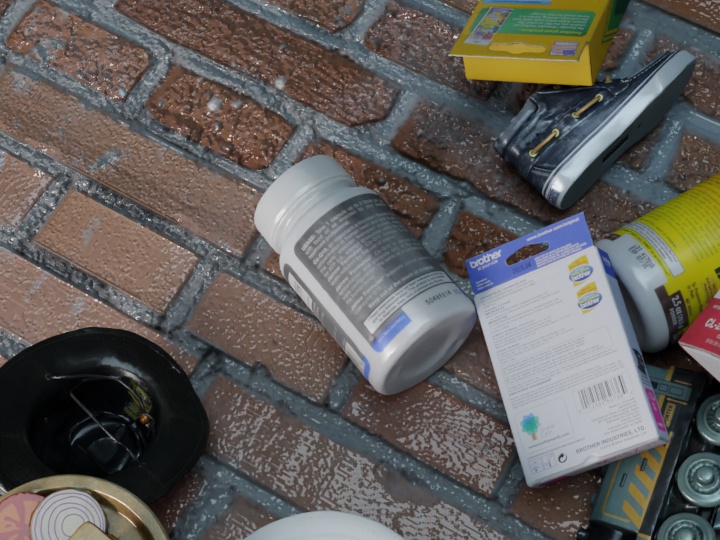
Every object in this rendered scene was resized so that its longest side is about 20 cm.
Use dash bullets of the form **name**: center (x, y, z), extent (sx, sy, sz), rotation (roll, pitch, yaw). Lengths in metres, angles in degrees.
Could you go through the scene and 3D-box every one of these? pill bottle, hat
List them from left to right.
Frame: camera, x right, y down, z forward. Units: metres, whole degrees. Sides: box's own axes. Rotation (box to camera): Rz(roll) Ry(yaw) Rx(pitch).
- **hat**: center (-0.232, 0.145, 1.171), extent (0.199, 0.081, 0.202), rotation (13, 46, -13)
- **pill bottle**: center (0.000, 0.000, 1.213), extent (0.113, 0.114, 0.200), rotation (-35, 67, -12)
- **pill bottle**: center (0.306, -0.019, 1.202), extent (0.199, 0.109, 0.110), rotation (-29, 66, -9)

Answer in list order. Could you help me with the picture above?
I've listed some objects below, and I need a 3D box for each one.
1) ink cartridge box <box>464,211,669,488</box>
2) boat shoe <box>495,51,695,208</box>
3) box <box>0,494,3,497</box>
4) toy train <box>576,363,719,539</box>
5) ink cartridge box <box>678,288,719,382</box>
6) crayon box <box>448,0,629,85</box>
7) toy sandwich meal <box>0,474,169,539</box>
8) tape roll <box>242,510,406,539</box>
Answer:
- **ink cartridge box**: center (0.168, 0.065, 1.143), extent (0.119, 0.042, 0.201), rotation (-24, 71, 23)
- **boat shoe**: center (0.219, -0.154, 1.286), extent (0.200, 0.071, 0.091), rotation (-42, 70, -14)
- **box**: center (-0.292, 0.294, 1.093), extent (0.131, 0.115, 0.201), rotation (22, 69, 13)
- **toy train**: center (0.253, 0.171, 1.135), extent (0.113, 0.085, 0.201), rotation (14, 68, 25)
- **ink cartridge box**: center (0.371, 0.029, 1.070), extent (0.146, 0.083, 0.200), rotation (40, 86, -13)
- **crayon box**: center (0.174, -0.235, 1.300), extent (0.125, 0.052, 0.201), rotation (7, 43, 24)
- **toy sandwich meal**: center (-0.222, 0.240, 1.009), extent (0.203, 0.070, 0.207), rotation (-2, 66, 4)
- **tape roll**: center (-0.024, 0.300, 1.056), extent (0.201, 0.139, 0.204), rotation (-2, 64, 4)
